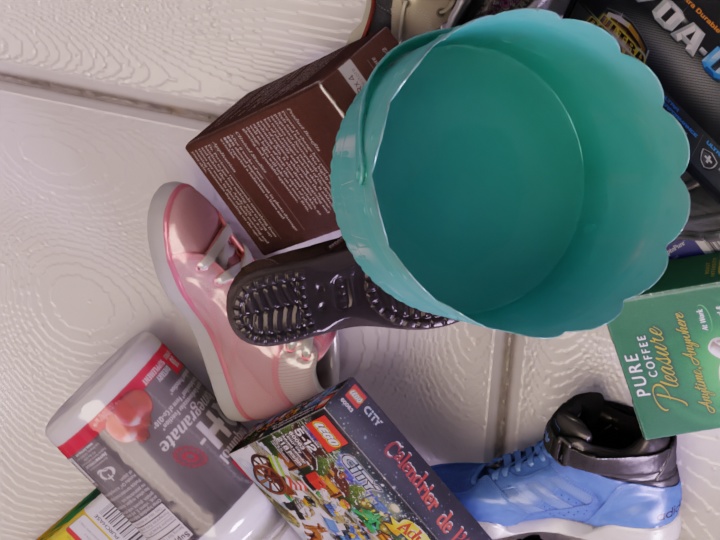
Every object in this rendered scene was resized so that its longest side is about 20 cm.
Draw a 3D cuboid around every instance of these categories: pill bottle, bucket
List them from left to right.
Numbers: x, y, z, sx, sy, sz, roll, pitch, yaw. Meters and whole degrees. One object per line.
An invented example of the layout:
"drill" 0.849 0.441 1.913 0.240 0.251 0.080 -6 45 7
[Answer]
"pill bottle" -0.129 0.151 1.870 0.200 0.111 0.111 46 122 -7
"bucket" 0.084 -0.058 1.537 0.207 0.207 0.135 55 165 -12

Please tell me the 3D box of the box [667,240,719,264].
"box" 0.181 -0.081 1.676 0.121 0.032 0.200 -32 103 31

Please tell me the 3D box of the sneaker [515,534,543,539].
"sneaker" 0.139 0.236 1.834 0.199 0.077 0.084 -13 115 25

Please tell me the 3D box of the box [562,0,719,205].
"box" 0.221 -0.137 1.522 0.200 0.046 0.159 49 142 21

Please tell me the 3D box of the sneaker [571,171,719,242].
"sneaker" 0.208 -0.062 1.619 0.199 0.076 0.091 -18 101 24

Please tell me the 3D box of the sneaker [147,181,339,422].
"sneaker" -0.074 0.019 1.801 0.104 0.075 0.201 -5 122 28

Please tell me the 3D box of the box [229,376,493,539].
"box" 0.012 0.178 1.797 0.200 0.038 0.136 50 144 -8

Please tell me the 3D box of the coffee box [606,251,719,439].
"coffee box" 0.269 0.041 1.677 0.199 0.044 0.123 -12 123 19

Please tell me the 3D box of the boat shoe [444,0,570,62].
"boat shoe" 0.121 -0.207 1.597 0.200 0.068 0.072 -46 70 28

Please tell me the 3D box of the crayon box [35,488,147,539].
"crayon box" -0.197 0.246 1.982 0.127 0.051 0.200 47 122 -7

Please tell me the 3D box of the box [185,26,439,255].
"box" -0.025 -0.083 1.682 0.100 0.075 0.200 54 152 -11

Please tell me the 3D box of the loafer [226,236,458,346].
"loafer" 0.000 0.000 1.742 0.199 0.071 0.073 -6 111 -13

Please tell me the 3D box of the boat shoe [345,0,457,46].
"boat shoe" 0.038 -0.176 1.655 0.062 0.071 0.200 35 131 19

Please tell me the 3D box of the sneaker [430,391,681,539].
"sneaker" 0.128 0.132 1.782 0.199 0.077 0.112 7 121 16
